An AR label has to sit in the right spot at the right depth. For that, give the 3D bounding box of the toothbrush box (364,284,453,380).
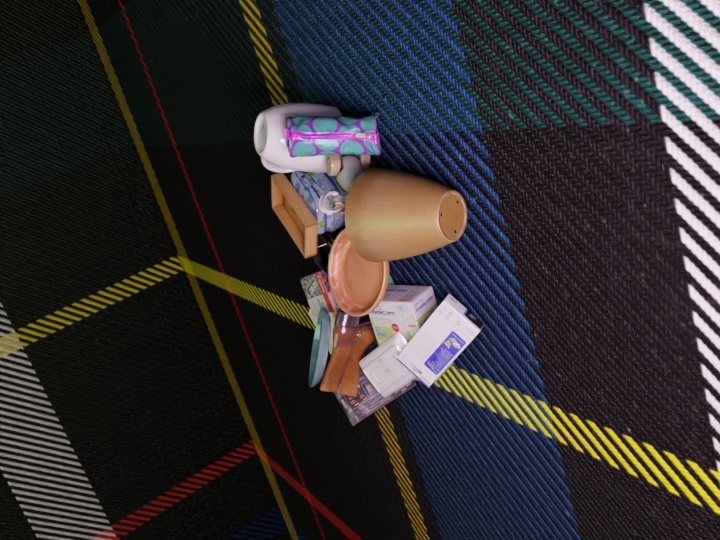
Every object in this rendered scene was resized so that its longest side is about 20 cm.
[{"bbox_3d":[0.111,0.142,1.653,0.144,0.086,0.204,2,115,44],"label":"toothbrush box"}]

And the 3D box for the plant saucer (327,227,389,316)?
[{"bbox_3d":[0.000,0.000,1.627,0.198,0.037,0.205,1,91,50],"label":"plant saucer"}]

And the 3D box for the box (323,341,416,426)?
[{"bbox_3d":[0.023,0.276,1.859,0.159,0.198,0.050,57,151,11],"label":"box"}]

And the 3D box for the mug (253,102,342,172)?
[{"bbox_3d":[-0.152,-0.284,1.627,0.200,0.172,0.151,-46,51,52],"label":"mug"}]

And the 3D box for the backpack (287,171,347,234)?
[{"bbox_3d":[-0.098,-0.180,1.754,0.199,0.153,0.165,36,139,21],"label":"backpack"}]

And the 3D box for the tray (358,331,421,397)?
[{"bbox_3d":[0.067,0.224,1.670,0.108,0.022,0.200,53,141,6],"label":"tray"}]

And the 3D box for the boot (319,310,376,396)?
[{"bbox_3d":[0.006,0.212,1.774,0.068,0.185,0.205,18,97,60],"label":"boot"}]

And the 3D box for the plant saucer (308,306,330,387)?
[{"bbox_3d":[-0.102,0.196,1.838,0.200,0.027,0.205,-171,90,-81],"label":"plant saucer"}]

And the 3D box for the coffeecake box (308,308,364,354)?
[{"bbox_3d":[-0.064,0.136,2.040,0.155,0.072,0.200,60,155,13],"label":"coffeecake box"}]

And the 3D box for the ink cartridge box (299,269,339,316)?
[{"bbox_3d":[-0.083,0.050,1.871,0.199,0.050,0.111,-18,94,62],"label":"ink cartridge box"}]

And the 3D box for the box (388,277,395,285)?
[{"bbox_3d":[0.026,0.052,1.803,0.199,0.048,0.119,8,129,63],"label":"box"}]

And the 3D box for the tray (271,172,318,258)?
[{"bbox_3d":[-0.158,-0.134,1.725,0.201,0.036,0.100,55,152,38],"label":"tray"}]

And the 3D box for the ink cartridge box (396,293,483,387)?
[{"bbox_3d":[0.165,0.151,1.534,0.099,0.039,0.201,40,125,5],"label":"ink cartridge box"}]

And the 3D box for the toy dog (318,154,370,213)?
[{"bbox_3d":[-0.020,-0.165,1.537,0.097,0.129,0.204,108,172,-59],"label":"toy dog"}]

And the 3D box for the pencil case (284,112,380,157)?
[{"bbox_3d":[-0.056,-0.277,1.490,0.092,0.195,0.087,-99,7,-82],"label":"pencil case"}]

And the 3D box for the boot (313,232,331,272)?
[{"bbox_3d":[-0.102,-0.067,1.840,0.165,0.065,0.201,50,-177,-44],"label":"boot"}]

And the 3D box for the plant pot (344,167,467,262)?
[{"bbox_3d":[0.100,-0.104,1.399,0.198,0.185,0.190,6,121,45],"label":"plant pot"}]
